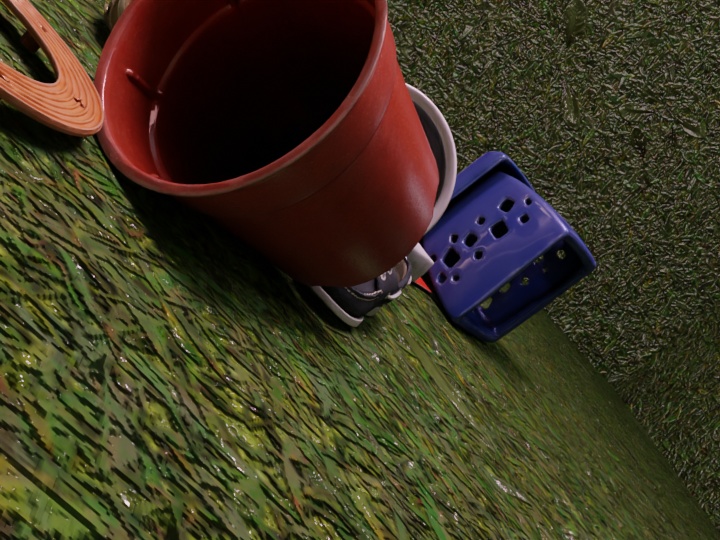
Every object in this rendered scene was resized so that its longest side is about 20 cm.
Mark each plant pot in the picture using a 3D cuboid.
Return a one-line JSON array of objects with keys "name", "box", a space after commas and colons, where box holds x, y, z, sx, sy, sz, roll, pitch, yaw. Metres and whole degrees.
[{"name": "plant pot", "box": [-0.043, -0.093, 0.691, 0.201, 0.200, 0.195, 54, 3, 34]}, {"name": "plant pot", "box": [0.187, -0.038, 1.416, 0.181, 0.199, 0.200, 58, 13, 23]}]

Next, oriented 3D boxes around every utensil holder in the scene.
[{"name": "utensil holder", "box": [0.019, -0.113, 1.080, 0.170, 0.170, 0.200, 48, 8, -1]}]

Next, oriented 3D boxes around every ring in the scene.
[{"name": "ring", "box": [-0.221, -0.146, 0.557, 0.200, 0.019, 0.201, 46, 9, -10]}]

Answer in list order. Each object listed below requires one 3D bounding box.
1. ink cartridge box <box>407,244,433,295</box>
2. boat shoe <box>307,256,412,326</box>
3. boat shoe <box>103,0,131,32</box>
[{"name": "ink cartridge box", "box": [0.025, -0.068, 1.322, 0.201, 0.044, 0.173, 53, 11, 25]}, {"name": "boat shoe", "box": [0.000, 0.000, 0.860, 0.076, 0.060, 0.200, 49, 9, 3]}, {"name": "boat shoe", "box": [-0.193, -0.219, 0.905, 0.074, 0.063, 0.201, 58, 12, -22]}]
